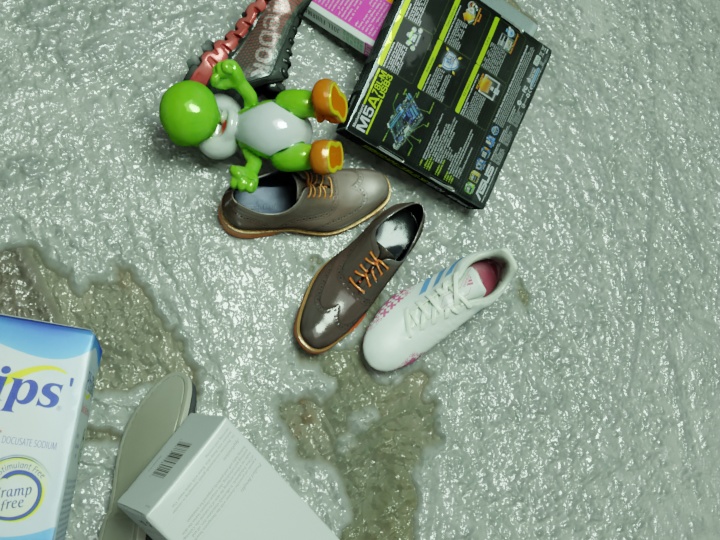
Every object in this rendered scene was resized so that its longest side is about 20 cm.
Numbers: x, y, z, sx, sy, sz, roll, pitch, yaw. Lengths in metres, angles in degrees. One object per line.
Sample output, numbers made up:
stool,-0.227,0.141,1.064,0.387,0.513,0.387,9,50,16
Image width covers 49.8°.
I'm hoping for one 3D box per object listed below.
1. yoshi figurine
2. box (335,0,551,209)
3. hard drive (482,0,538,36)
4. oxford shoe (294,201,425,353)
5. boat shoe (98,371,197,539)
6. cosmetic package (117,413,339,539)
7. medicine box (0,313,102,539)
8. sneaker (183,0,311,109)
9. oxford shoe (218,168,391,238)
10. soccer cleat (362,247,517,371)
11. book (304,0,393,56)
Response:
yoshi figurine,-0.118,-0.145,0.768,0.195,0.114,0.114,6,49,18
box,0.096,-0.201,0.865,0.190,0.047,0.204,25,88,-17
hard drive,0.120,-0.259,0.947,0.138,0.033,0.203,32,70,-6
oxford shoe,0.000,0.000,0.826,0.071,0.072,0.202,38,70,-4
boat shoe,-0.193,0.201,0.740,0.063,0.071,0.205,41,54,-49
cosmetic package,-0.105,0.237,0.695,0.108,0.084,0.202,-48,112,-30
medicine box,-0.337,0.144,0.677,0.177,0.103,0.206,10,75,-13
sneaker,-0.101,-0.248,0.852,0.098,0.071,0.201,41,82,-7
oxford shoe,-0.052,-0.077,0.830,0.195,0.073,0.073,-13,80,-19
soccer cleat,0.086,0.034,0.836,0.198,0.086,0.071,-34,87,-21
book,0.001,-0.333,0.907,0.198,0.048,0.135,34,75,6
